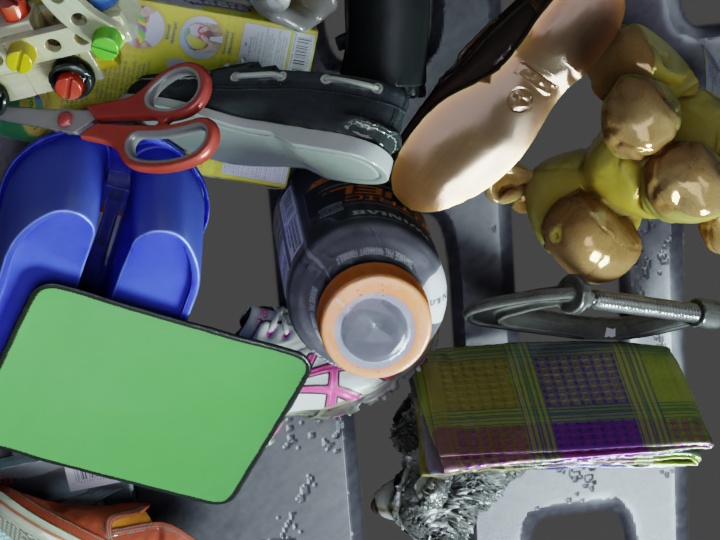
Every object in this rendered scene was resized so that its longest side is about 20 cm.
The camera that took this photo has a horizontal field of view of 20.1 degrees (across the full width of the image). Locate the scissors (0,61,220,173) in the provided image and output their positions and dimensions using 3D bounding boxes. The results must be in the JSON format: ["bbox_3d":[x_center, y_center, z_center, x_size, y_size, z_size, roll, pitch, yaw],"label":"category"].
[{"bbox_3d":[-0.179,-0.089,1.301,0.200,0.014,0.073,-6,71,21],"label":"scissors"}]

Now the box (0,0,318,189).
[{"bbox_3d":[-0.138,-0.129,1.373,0.200,0.048,0.118,9,108,-12],"label":"box"}]

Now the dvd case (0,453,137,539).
[{"bbox_3d":[-0.225,0.227,1.498,0.146,0.022,0.200,-12,111,-3],"label":"dvd case"}]

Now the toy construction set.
[{"bbox_3d":[-0.221,-0.169,1.280,0.200,0.092,0.131,0,136,28],"label":"toy construction set"}]

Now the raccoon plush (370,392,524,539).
[{"bbox_3d":[0.099,0.123,1.442,0.200,0.134,0.097,-33,109,5],"label":"raccoon plush"}]

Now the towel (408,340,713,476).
[{"bbox_3d":[0.133,0.095,1.424,0.200,0.144,0.023,-3,122,-5],"label":"towel"}]

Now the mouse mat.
[{"bbox_3d":[-0.151,0.087,1.381,0.200,0.008,0.161,18,127,-19],"label":"mouse mat"}]

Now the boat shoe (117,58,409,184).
[{"bbox_3d":[-0.061,-0.103,1.309,0.200,0.076,0.060,14,73,21],"label":"boat shoe"}]

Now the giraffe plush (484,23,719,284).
[{"bbox_3d":[0.176,-0.061,1.384,0.162,0.200,0.173,-37,99,24],"label":"giraffe plush"}]

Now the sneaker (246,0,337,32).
[{"bbox_3d":[-0.055,-0.215,1.270,0.076,0.200,0.081,-41,75,-2],"label":"sneaker"}]

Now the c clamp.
[{"bbox_3d":[0.179,0.026,1.406,0.200,0.171,0.027,6,78,-32],"label":"c clamp"}]

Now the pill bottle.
[{"bbox_3d":[0.000,0.000,1.351,0.106,0.200,0.106,-2,112,-6],"label":"pill bottle"}]

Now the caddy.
[{"bbox_3d":[-0.180,-0.008,1.370,0.141,0.105,0.200,13,129,-15],"label":"caddy"}]

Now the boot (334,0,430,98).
[{"bbox_3d":[0.022,-0.188,1.299,0.073,0.198,0.163,4,102,-6],"label":"boot"}]

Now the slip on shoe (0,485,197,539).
[{"bbox_3d":[-0.174,0.192,1.454,0.200,0.074,0.061,21,70,-7],"label":"slip on shoe"}]

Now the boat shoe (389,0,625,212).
[{"bbox_3d":[0.094,-0.122,1.343,0.200,0.070,0.070,-43,113,10],"label":"boat shoe"}]

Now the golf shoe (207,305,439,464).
[{"bbox_3d":[-0.043,0.062,1.435,0.200,0.073,0.092,-23,114,0],"label":"golf shoe"}]
